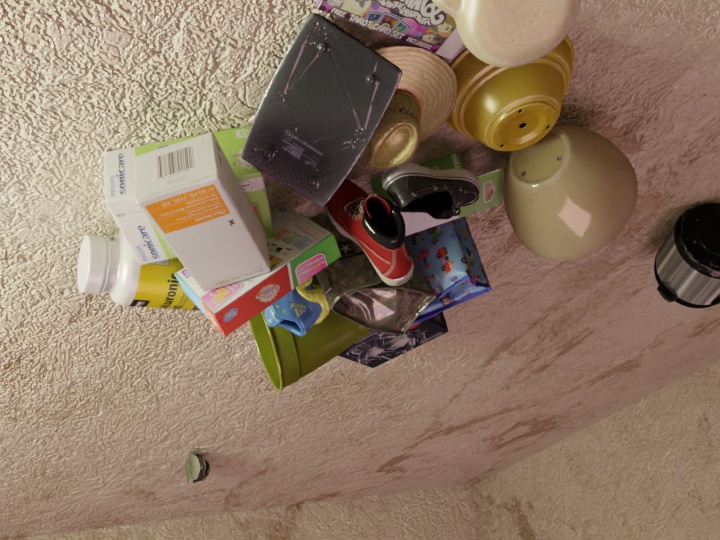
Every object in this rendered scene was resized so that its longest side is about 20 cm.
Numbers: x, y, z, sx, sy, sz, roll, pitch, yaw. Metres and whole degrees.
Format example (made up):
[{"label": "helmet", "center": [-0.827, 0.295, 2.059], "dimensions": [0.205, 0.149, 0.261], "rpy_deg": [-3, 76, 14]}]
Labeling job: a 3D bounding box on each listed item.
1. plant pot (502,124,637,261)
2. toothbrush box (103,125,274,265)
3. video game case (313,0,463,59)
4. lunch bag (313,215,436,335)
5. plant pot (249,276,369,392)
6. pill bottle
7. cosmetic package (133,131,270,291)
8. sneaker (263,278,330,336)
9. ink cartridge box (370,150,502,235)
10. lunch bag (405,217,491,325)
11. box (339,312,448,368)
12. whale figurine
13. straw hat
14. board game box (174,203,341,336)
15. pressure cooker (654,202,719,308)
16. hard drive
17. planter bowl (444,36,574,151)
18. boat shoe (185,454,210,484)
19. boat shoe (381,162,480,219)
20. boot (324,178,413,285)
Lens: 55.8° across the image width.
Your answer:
[{"label": "plant pot", "center": [0.289, -0.134, 1.002], "dimensions": [0.198, 0.204, 0.134], "rpy_deg": [-29, 142, 25]}, {"label": "toothbrush box", "center": [-0.225, -0.099, 0.917], "dimensions": [0.195, 0.088, 0.147], "rpy_deg": [-13, 149, -6]}, {"label": "video game case", "center": [0.073, -0.326, 0.717], "dimensions": [0.197, 0.036, 0.181], "rpy_deg": [7, 143, -35]}, {"label": "lunch bag", "center": [0.000, 0.000, 1.103], "dimensions": [0.197, 0.165, 0.118], "rpy_deg": [13, 125, -43]}, {"label": "plant pot", "center": [-0.092, 0.086, 1.227], "dimensions": [0.189, 0.203, 0.202], "rpy_deg": [-19, 154, -18]}, {"label": "pill bottle", "center": [-0.314, -0.001, 1.021], "dimensions": [0.196, 0.113, 0.111], "rpy_deg": [6, 145, -33]}, {"label": "cosmetic package", "center": [-0.188, -0.064, 0.837], "dimensions": [0.099, 0.072, 0.201], "rpy_deg": [-17, 147, 2]}, {"label": "sneaker", "center": [-0.131, 0.022, 1.074], "dimensions": [0.200, 0.106, 0.075], "rpy_deg": [45, 141, -16]}, {"label": "ink cartridge box", "center": [0.121, -0.124, 1.071], "dimensions": [0.196, 0.060, 0.104], "rpy_deg": [-18, 151, 3]}, {"label": "lunch bag", "center": [0.105, 0.002, 1.184], "dimensions": [0.198, 0.153, 0.093], "rpy_deg": [-30, 150, 26]}, {"label": "box", "center": [0.047, 0.098, 1.378], "dimensions": [0.198, 0.106, 0.181], "rpy_deg": [-28, 150, 24]}, {"label": "whale figurine", "center": [0.140, -0.308, 0.672], "dimensions": [0.156, 0.105, 0.202], "rpy_deg": [-23, 124, 10]}, {"label": "straw hat", "center": [0.035, -0.181, 0.871], "dimensions": [0.196, 0.087, 0.202], "rpy_deg": [-4, 150, -2]}, {"label": "board game box", "center": [-0.147, -0.008, 0.966], "dimensions": [0.198, 0.152, 0.041], "rpy_deg": [-35, 127, -18]}, {"label": "pressure cooker", "center": [0.718, -0.022, 1.427], "dimensions": [0.171, 0.182, 0.201], "rpy_deg": [5, 152, 5]}, {"label": "hard drive", "center": [-0.048, -0.188, 0.811], "dimensions": [0.133, 0.043, 0.201], "rpy_deg": [29, 122, -9]}, {"label": "planter bowl", "center": [0.207, -0.222, 0.916], "dimensions": [0.196, 0.085, 0.202], "rpy_deg": [-12, 152, -6]}, {"label": "boat shoe", "center": [-0.477, 0.585, 2.016], "dimensions": [0.059, 0.073, 0.202], "rpy_deg": [-6, 157, -25]}, {"label": "boat shoe", "center": [0.110, -0.102, 0.949], "dimensions": [0.070, 0.067, 0.198], "rpy_deg": [-36, 155, 33]}, {"label": "boot", "center": [0.003, -0.089, 0.942], "dimensions": [0.072, 0.201, 0.145], "rpy_deg": [-34, 151, -9]}]
